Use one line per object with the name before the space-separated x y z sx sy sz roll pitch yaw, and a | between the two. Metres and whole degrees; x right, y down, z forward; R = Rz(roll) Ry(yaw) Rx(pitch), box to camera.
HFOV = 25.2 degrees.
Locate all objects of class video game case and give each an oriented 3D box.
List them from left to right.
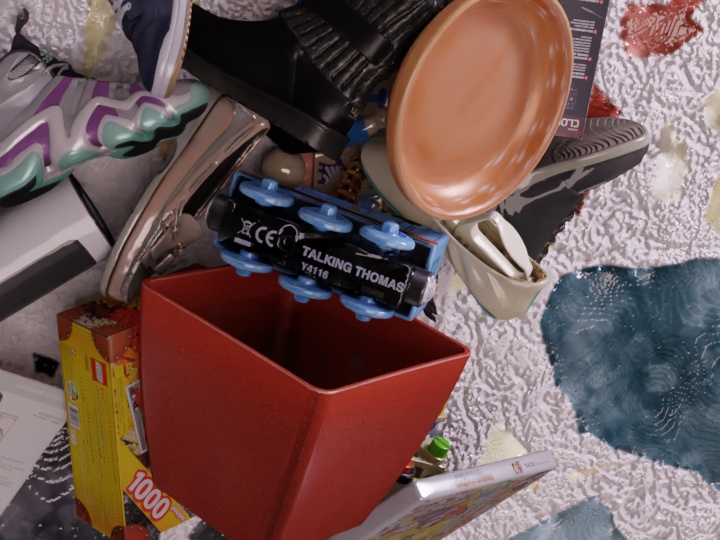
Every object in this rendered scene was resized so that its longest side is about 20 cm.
video game case | 0.054 0.225 1.463 0.182 0.023 0.200 -6 154 -44

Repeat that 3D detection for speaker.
speaker | -0.307 0.002 1.334 0.200 0.081 0.081 -31 117 -3

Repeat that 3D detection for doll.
doll | -0.034 -0.156 1.360 0.136 0.048 0.200 24 106 0

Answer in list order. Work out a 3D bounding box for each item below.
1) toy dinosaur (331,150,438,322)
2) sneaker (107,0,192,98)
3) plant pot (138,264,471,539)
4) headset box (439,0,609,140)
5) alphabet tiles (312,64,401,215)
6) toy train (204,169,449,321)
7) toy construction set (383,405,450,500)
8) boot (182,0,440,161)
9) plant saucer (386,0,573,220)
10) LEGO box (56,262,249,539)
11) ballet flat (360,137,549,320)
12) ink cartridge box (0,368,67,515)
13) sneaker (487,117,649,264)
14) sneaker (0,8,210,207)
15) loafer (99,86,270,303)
toy dinosaur | 0.000 0.000 1.421 0.135 0.102 0.200 2 132 0
sneaker | -0.185 -0.226 1.238 0.108 0.070 0.200 7 65 -15
plant pot | -0.063 0.115 1.308 0.200 0.200 0.177 -10 123 -52
headset box | 0.125 -0.201 1.374 0.148 0.075 0.200 4 106 -17
alphabet tiles | 0.056 -0.122 1.430 0.200 0.006 0.167 -3 112 -16
toy train | -0.027 -0.020 1.322 0.200 0.114 0.087 20 103 11
toy construction set | -0.006 0.158 1.464 0.200 0.131 0.092 4 124 -14
boot | -0.053 -0.201 1.286 0.211 0.079 0.158 33 96 17
plant saucer | 0.091 -0.138 1.285 0.200 0.037 0.200 -26 130 -34
LEGO box | -0.172 0.114 1.388 0.149 0.077 0.200 -22 120 -39
ballet flat | 0.085 -0.046 1.368 0.069 0.069 0.200 -42 95 3
ink cartridge box | -0.362 0.133 1.354 0.200 0.044 0.174 24 109 -39
sneaker | 0.173 -0.061 1.453 0.200 0.075 0.106 -21 120 3
sneaker | -0.231 -0.150 1.283 0.200 0.078 0.140 -23 84 -6
loafer | -0.145 -0.057 1.334 0.063 0.072 0.200 27 84 5
